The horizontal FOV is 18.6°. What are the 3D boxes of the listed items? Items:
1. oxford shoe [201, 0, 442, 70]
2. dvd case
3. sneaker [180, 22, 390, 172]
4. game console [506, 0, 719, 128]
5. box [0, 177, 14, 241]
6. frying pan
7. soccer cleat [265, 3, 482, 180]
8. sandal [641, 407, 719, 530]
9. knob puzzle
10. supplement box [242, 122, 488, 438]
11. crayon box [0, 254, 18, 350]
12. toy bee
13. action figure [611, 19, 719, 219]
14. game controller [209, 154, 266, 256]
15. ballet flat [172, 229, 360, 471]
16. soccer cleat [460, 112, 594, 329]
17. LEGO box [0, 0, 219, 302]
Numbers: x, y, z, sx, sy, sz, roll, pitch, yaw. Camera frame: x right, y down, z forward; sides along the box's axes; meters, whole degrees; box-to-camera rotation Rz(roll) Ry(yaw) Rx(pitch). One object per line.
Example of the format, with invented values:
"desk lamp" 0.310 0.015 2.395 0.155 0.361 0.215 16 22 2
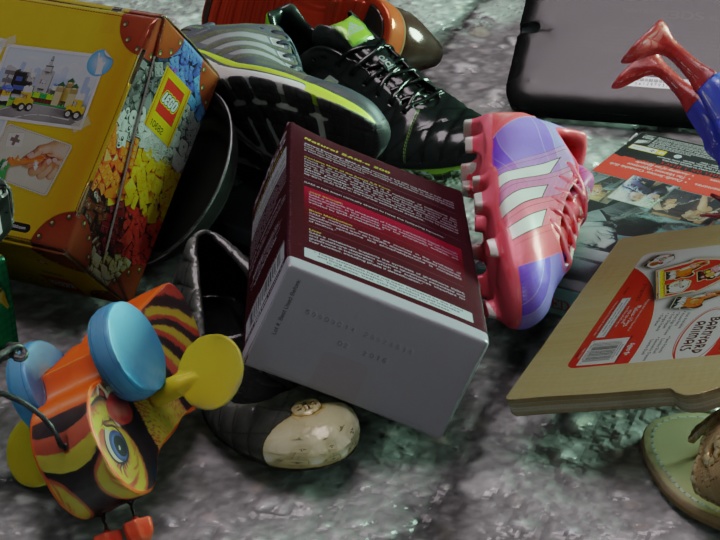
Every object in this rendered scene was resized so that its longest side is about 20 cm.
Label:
"oxford shoe" -0.031 -0.160 1.511 0.200 0.071 0.072 20 6 43
"dvd case" 0.175 -0.021 1.254 0.146 0.022 0.200 15 32 31
"sneaker" -0.056 -0.112 1.310 0.200 0.074 0.081 22 48 36
"game console" 0.214 -0.143 1.483 0.199 0.117 0.176 5 59 16
"box" -0.289 -0.011 1.041 0.164 0.086 0.200 41 77 2
"frying pan" -0.135 -0.055 1.301 0.031 0.115 0.190 31 -15 -38
"soccer cleat" 0.006 -0.113 1.379 0.067 0.081 0.200 -27 36 -37
"sandal" 0.193 0.090 0.989 0.077 0.070 0.212 -11 29 -15
"knob puzzle" 0.194 0.024 1.080 0.219 0.031 0.220 -17 20 6
"supplement box" 0.000 0.000 1.135 0.109 0.061 0.200 22 22 -10
"crayon box" -0.300 0.022 1.181 0.199 0.058 0.119 13 32 27
"toy bee" -0.126 0.077 1.036 0.131 0.109 0.200 -23 1 43
"action figure" 0.219 -0.048 1.191 0.200 0.065 0.052 42 73 10
"game controller" -0.073 -0.053 1.332 0.200 0.042 0.104 20 50 38
"ballet flat" -0.057 0.043 1.117 0.066 0.057 0.200 -15 30 -20
"soccer cleat" 0.096 -0.033 1.200 0.076 0.067 0.200 -1 27 -2
"LEGO box" -0.204 -0.078 1.259 0.199 0.077 0.149 12 72 27
